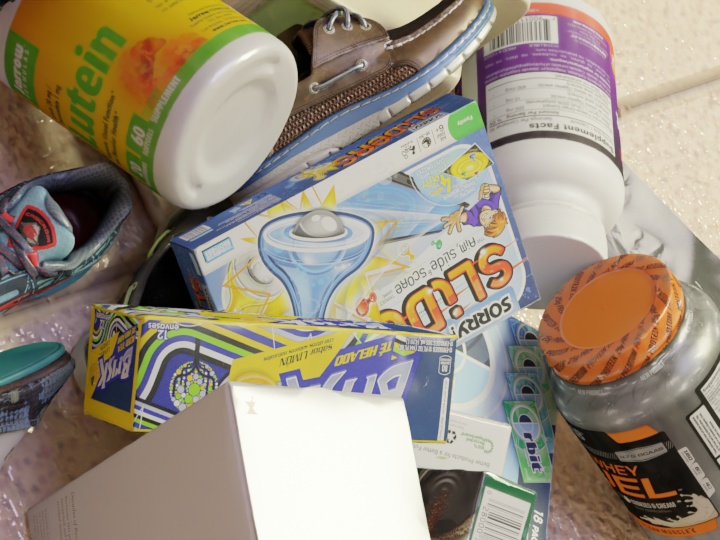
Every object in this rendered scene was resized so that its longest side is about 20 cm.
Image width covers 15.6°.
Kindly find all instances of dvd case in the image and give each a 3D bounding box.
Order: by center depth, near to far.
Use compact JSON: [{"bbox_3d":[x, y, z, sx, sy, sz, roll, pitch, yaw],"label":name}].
[{"bbox_3d":[0.189,0.000,1.853,0.200,0.016,0.149,43,46,-15],"label":"dvd case"}]

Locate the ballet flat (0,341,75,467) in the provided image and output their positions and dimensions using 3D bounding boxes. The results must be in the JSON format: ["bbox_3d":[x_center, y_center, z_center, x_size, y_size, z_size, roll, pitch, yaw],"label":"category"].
[{"bbox_3d":[-0.231,0.093,1.404,0.200,0.074,0.074,-18,79,-44],"label":"ballet flat"}]

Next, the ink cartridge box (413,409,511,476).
[{"bbox_3d":[0.026,0.178,1.561,0.094,0.037,0.201,16,79,-30],"label":"ink cartridge box"}]

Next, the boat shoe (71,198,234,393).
[{"bbox_3d":[-0.097,0.006,1.563,0.072,0.060,0.202,46,45,-10],"label":"boat shoe"}]

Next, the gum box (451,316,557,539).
[{"bbox_3d":[0.034,0.082,1.648,0.200,0.045,0.170,29,50,-27],"label":"gum box"}]

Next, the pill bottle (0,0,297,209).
[{"bbox_3d":[-0.144,-0.131,1.518,0.200,0.111,0.111,35,38,23],"label":"pill bottle"}]

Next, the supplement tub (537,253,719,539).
[{"bbox_3d":[0.202,0.091,1.699,0.200,0.122,0.123,54,40,-32],"label":"supplement tub"}]

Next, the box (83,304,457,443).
[{"bbox_3d":[-0.048,0.058,1.459,0.199,0.070,0.065,4,94,-30],"label":"box"}]

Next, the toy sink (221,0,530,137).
[{"bbox_3d":[-0.005,-0.153,1.686,0.200,0.130,0.112,29,51,-28],"label":"toy sink"}]

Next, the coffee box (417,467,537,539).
[{"bbox_3d":[0.025,0.210,1.467,0.044,0.123,0.201,23,77,-31],"label":"coffee box"}]

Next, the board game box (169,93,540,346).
[{"bbox_3d":[0.000,0.000,1.540,0.200,0.034,0.136,-29,113,-22],"label":"board game box"}]

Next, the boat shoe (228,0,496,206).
[{"bbox_3d":[-0.009,-0.118,1.570,0.200,0.072,0.073,-38,100,-12],"label":"boat shoe"}]

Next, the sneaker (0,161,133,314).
[{"bbox_3d":[-0.204,-0.014,1.454,0.079,0.095,0.200,56,43,-1],"label":"sneaker"}]

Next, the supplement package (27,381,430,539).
[{"bbox_3d":[-0.071,0.152,1.403,0.121,0.200,0.120,7,62,-38],"label":"supplement package"}]

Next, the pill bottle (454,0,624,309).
[{"bbox_3d":[0.119,-0.078,1.754,0.111,0.111,0.201,25,47,-29],"label":"pill bottle"}]

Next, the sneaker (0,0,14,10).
[{"bbox_3d":[-0.230,-0.139,1.455,0.070,0.199,0.090,28,45,-78],"label":"sneaker"}]
